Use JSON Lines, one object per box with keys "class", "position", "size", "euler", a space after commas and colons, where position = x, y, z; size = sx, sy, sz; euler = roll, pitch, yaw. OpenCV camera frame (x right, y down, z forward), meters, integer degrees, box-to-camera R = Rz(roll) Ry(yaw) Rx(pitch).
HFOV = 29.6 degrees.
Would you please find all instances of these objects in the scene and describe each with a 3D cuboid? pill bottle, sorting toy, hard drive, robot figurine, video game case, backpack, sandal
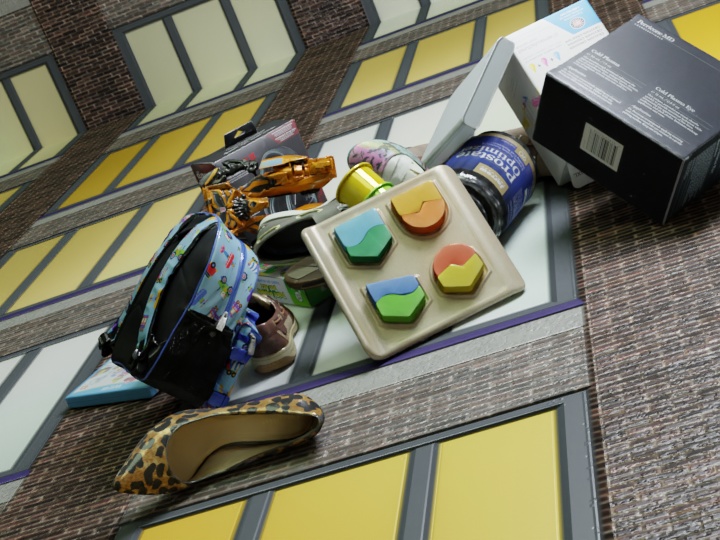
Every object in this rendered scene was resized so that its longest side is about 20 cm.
{"class": "pill bottle", "position": [0.140, -0.088, 1.693], "size": [0.111, 0.112, 0.200], "euler": [-11, 21, 31]}
{"class": "sorting toy", "position": [0.058, -0.016, 1.522], "size": [0.199, 0.185, 0.037], "euler": [-24, -27, -12]}
{"class": "hard drive", "position": [0.136, -0.210, 1.784], "size": [0.132, 0.026, 0.200], "euler": [-65, 6, -18]}
{"class": "robot figurine", "position": [-0.125, -0.089, 1.832], "size": [0.199, 0.146, 0.058], "euler": [-11, -8, 1]}
{"class": "video game case", "position": [-0.269, 0.112, 1.756], "size": [0.143, 0.018, 0.200], "euler": [-10, 22, 32]}
{"class": "backpack", "position": [-0.184, 0.041, 1.535], "size": [0.201, 0.134, 0.182], "euler": [-64, 24, -6]}
{"class": "sandal", "position": [0.000, 0.000, 1.715], "size": [0.199, 0.055, 0.082], "euler": [-17, 18, -33]}

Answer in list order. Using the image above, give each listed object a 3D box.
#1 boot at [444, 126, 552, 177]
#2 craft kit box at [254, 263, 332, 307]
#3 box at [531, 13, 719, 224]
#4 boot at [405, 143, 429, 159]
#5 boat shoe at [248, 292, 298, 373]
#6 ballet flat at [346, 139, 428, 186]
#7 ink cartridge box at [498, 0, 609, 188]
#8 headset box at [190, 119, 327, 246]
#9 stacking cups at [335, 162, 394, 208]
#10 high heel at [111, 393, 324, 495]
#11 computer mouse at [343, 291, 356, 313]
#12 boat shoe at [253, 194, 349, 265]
{"class": "boot", "position": [0.201, -0.144, 1.864], "size": [0.146, 0.070, 0.200], "euler": [8, 43, 42]}
{"class": "craft kit box", "position": [-0.050, -0.022, 1.843], "size": [0.200, 0.049, 0.197], "euler": [-32, 18, -27]}
{"class": "box", "position": [0.337, -0.179, 1.585], "size": [0.182, 0.104, 0.200], "euler": [-34, 58, -31]}
{"class": "boot", "position": [0.055, -0.135, 1.959], "size": [0.146, 0.071, 0.200], "euler": [6, 19, 44]}
{"class": "boat shoe", "position": [-0.120, 0.057, 1.647], "size": [0.072, 0.072, 0.200], "euler": [-22, 18, 2]}
{"class": "ballet flat", "position": [0.069, -0.110, 1.756], "size": [0.071, 0.200, 0.069], "euler": [35, 95, 47]}
{"class": "ink cartridge box", "position": [0.283, -0.220, 1.770], "size": [0.128, 0.200, 0.125], "euler": [-27, -19, -9]}
{"class": "headset box", "position": [-0.138, -0.112, 1.944], "size": [0.149, 0.201, 0.077], "euler": [-32, 20, -29]}
{"class": "stacking cups", "position": [0.056, -0.043, 1.592], "size": [0.060, 0.061, 0.200], "euler": [-32, 62, -28]}
{"class": "high heel", "position": [-0.136, 0.171, 1.336], "size": [0.200, 0.072, 0.142], "euler": [-24, 9, -34]}
{"class": "computer mouse", "position": [0.027, -0.006, 1.608], "size": [0.109, 0.044, 0.200], "euler": [-2, 29, -5]}
{"class": "boat shoe", "position": [-0.045, -0.052, 1.745], "size": [0.201, 0.072, 0.060], "euler": [-14, 30, 21]}
